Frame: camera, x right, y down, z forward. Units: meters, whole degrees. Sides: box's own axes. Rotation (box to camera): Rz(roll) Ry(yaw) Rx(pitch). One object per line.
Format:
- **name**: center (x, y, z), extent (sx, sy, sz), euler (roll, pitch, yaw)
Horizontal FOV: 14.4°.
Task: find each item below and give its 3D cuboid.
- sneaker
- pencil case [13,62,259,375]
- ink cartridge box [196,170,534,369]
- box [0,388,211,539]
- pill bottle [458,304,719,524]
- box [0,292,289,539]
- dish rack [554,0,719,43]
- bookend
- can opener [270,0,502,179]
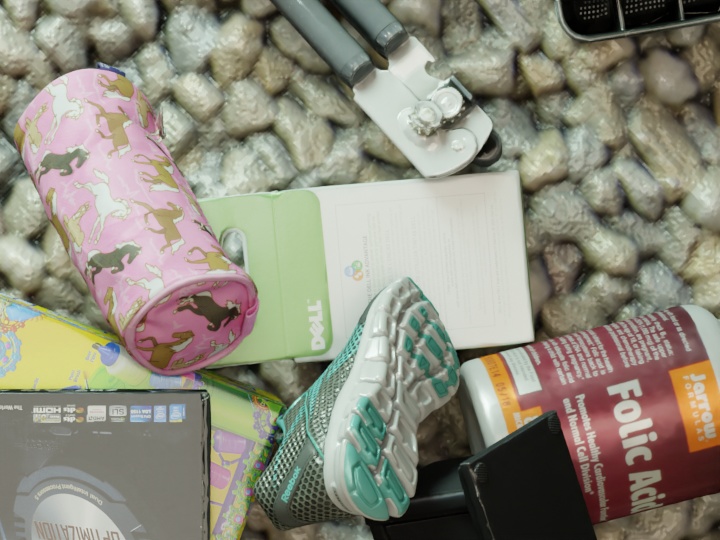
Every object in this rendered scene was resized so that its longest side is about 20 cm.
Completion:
- **sneaker**: center (-0.007, 0.075, 1.594), extent (0.091, 0.200, 0.078), euler (-22, 111, 28)
- **pencil case**: center (-0.128, -0.029, 1.628), extent (0.086, 0.083, 0.200), euler (-36, 50, 6)
- **ink cartridge box**: center (0.000, 0.000, 1.701), extent (0.199, 0.059, 0.104), euler (-5, 90, -5)
- **box**: center (-0.182, 0.146, 1.574), extent (0.199, 0.044, 0.161), euler (1, 90, -3)
- **pill bottle**: center (0.166, 0.085, 1.687), extent (0.199, 0.114, 0.115), euler (-15, 91, -4)
- **box**: center (-0.167, 0.136, 1.657), extent (0.192, 0.122, 0.201), euler (21, 89, -4)
- **dish rack**: center (0.176, -0.244, 1.718), extent (0.153, 0.055, 0.201), euler (-10, 91, -5)
- **bookend**: center (0.041, 0.200, 1.626), extent (0.198, 0.092, 0.201), euler (-12, 99, 39)
- **can opener**: center (0.003, -0.130, 1.696), extent (0.053, 0.066, 0.200), euler (-41, 78, -5)
